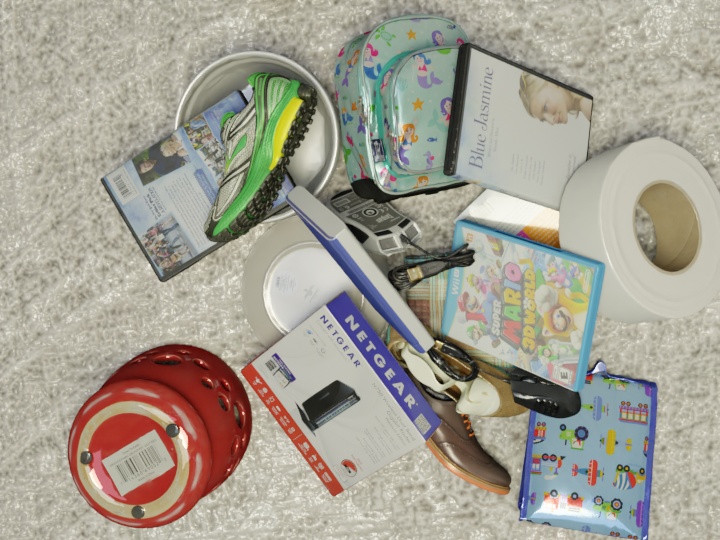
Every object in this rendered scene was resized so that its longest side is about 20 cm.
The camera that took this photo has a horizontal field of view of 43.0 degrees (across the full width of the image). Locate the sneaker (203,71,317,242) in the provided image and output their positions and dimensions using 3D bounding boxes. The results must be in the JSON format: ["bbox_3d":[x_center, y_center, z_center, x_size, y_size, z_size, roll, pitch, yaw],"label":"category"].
[{"bbox_3d":[-0.124,-0.124,1.014,0.085,0.078,0.201,26,89,10],"label":"sneaker"}]

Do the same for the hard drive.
[{"bbox_3d":[0.000,0.000,1.040,0.025,0.132,0.200,-41,126,-4],"label":"hard drive"}]

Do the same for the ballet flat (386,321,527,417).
[{"bbox_3d":[0.112,0.129,1.104,0.199,0.072,0.068,36,121,1],"label":"ballet flat"}]

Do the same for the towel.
[{"bbox_3d":[0.154,0.049,1.118,0.198,0.022,0.148,-1,102,17],"label":"towel"}]

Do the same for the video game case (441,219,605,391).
[{"bbox_3d":[0.177,0.035,1.036,0.199,0.018,0.144,22,113,44],"label":"video game case"}]

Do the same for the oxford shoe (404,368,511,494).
[{"bbox_3d":[0.116,0.200,1.138,0.200,0.071,0.073,38,96,3],"label":"oxford shoe"}]

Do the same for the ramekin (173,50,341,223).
[{"bbox_3d":[-0.116,-0.159,1.109,0.198,0.105,0.202,1,97,8],"label":"ramekin"}]

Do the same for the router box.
[{"bbox_3d":[-0.028,0.154,1.122,0.179,0.049,0.200,-39,87,36],"label":"router box"}]

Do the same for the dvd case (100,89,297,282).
[{"bbox_3d":[-0.186,-0.096,1.064,0.199,0.018,0.143,-30,92,9],"label":"dvd case"}]

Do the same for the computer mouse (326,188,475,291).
[{"bbox_3d":[0.035,-0.039,1.093,0.109,0.200,0.044,-25,133,-28],"label":"computer mouse"}]

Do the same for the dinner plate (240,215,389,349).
[{"bbox_3d":[-0.059,0.028,1.165,0.198,0.024,0.202,1,96,8],"label":"dinner plate"}]

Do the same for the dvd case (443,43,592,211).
[{"bbox_3d":[0.180,-0.153,1.014,0.199,0.018,0.144,13,81,-33],"label":"dvd case"}]

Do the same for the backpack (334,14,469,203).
[{"bbox_3d":[0.064,-0.191,1.051,0.176,0.150,0.202,-11,90,-26],"label":"backpack"}]

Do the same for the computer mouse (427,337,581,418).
[{"bbox_3d":[0.171,0.121,1.078,0.199,0.059,0.034,21,143,-4],"label":"computer mouse"}]

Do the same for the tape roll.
[{"bbox_3d":[0.320,-0.044,1.027,0.201,0.071,0.204,5,80,-27],"label":"tape roll"}]

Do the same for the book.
[{"bbox_3d":[0.227,-0.032,1.109,0.134,0.048,0.200,-43,89,13],"label":"book"}]

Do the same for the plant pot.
[{"bbox_3d":[-0.251,0.203,1.133,0.199,0.182,0.202,1,95,8],"label":"plant pot"}]

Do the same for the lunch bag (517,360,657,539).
[{"bbox_3d":[0.278,0.210,1.115,0.149,0.094,0.202,7,87,9],"label":"lunch bag"}]
